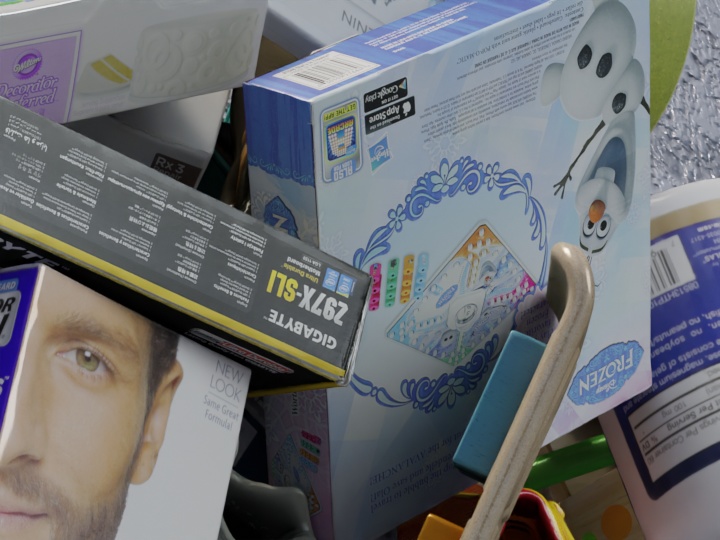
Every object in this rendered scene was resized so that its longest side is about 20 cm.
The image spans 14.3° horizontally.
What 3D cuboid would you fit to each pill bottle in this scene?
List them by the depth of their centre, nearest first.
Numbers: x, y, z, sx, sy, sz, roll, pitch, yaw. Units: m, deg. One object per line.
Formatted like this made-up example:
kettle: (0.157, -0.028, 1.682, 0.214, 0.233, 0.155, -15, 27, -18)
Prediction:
pill bottle: (0.172, 0.070, 1.303, 0.120, 0.120, 0.200, 11, 53, -53)

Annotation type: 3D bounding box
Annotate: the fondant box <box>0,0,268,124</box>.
fondant box: (-0.151, -0.131, 1.134, 0.144, 0.058, 0.200, -15, 39, -37)

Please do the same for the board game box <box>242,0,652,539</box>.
board game box: (0.042, -0.011, 1.173, 0.200, 0.043, 0.199, -25, 122, -39)

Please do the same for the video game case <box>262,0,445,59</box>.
video game case: (0.032, -0.157, 1.223, 0.182, 0.024, 0.200, 31, 61, -39)

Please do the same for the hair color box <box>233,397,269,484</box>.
hair color box: (0.000, 0.000, 1.249, 0.100, 0.061, 0.200, 45, 60, 6)

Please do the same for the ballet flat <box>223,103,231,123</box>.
ballet flat: (-0.012, -0.116, 1.332, 0.070, 0.200, 0.067, -29, 66, -37)

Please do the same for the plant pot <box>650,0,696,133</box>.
plant pot: (0.038, -0.147, 1.482, 0.200, 0.187, 0.187, 9, 52, -37)

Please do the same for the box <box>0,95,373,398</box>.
box: (-0.121, -0.007, 1.060, 0.200, 0.160, 0.049, 26, 71, -31)

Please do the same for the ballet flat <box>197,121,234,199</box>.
ballet flat: (-0.022, 0.016, 1.312, 0.200, 0.073, 0.073, 58, 28, 9)

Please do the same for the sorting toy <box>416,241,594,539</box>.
sorting toy: (0.044, 0.092, 1.098, 0.036, 0.200, 0.185, 19, -5, 5)

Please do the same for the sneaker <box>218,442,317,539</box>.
sneaker: (-0.100, 0.069, 1.107, 0.200, 0.092, 0.076, 35, 35, -32)

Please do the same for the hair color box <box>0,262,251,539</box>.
hair color box: (-0.112, 0.111, 0.997, 0.109, 0.065, 0.200, 29, 62, -40)

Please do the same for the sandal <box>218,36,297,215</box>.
sandal: (-0.024, -0.042, 1.196, 0.080, 0.054, 0.200, 19, 59, -2)

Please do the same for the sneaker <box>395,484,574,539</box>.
sneaker: (0.066, 0.124, 1.262, 0.073, 0.077, 0.200, 6, 14, -18)

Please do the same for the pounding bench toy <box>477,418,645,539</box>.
pounding bench toy: (0.160, 0.091, 1.420, 0.200, 0.156, 0.124, 12, 51, -52)

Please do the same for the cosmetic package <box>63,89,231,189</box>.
cosmetic package: (-0.110, -0.095, 1.242, 0.113, 0.081, 0.200, 23, 37, -6)
